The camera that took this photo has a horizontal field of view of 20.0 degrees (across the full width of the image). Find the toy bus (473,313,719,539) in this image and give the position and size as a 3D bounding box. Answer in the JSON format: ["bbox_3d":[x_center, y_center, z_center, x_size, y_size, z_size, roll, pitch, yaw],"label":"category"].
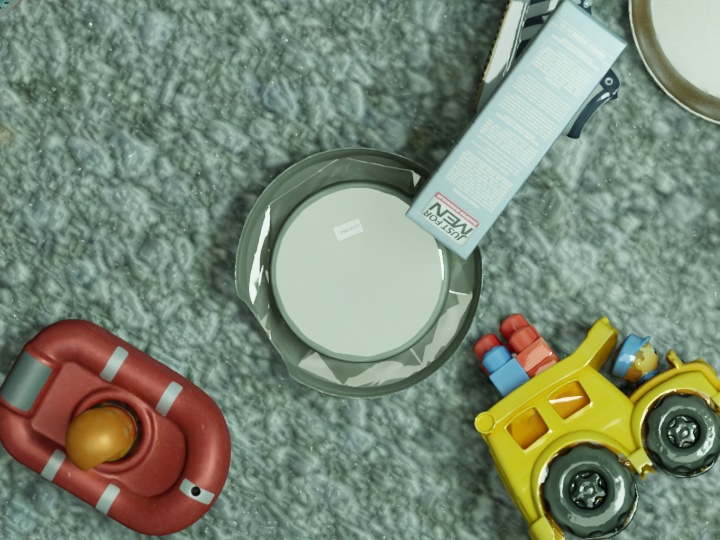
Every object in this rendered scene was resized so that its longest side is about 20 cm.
[{"bbox_3d":[0.184,0.105,1.616,0.200,0.136,0.192,-34,76,3],"label":"toy bus"}]

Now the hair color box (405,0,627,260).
[{"bbox_3d":[0.117,-0.109,1.542,0.061,0.099,0.200,37,100,-1],"label":"hair color box"}]

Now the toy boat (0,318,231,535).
[{"bbox_3d":[-0.201,0.132,1.629,0.199,0.131,0.131,31,96,1],"label":"toy boat"}]

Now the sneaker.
[{"bbox_3d":[0.170,-0.202,1.609,0.108,0.070,0.201,21,101,5],"label":"sneaker"}]

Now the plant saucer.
[{"bbox_3d":[0.312,-0.213,1.620,0.199,0.032,0.201,0,95,4],"label":"plant saucer"}]

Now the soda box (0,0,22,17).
[{"bbox_3d":[-0.294,-0.244,1.634,0.200,0.068,0.064,-38,92,7],"label":"soda box"}]

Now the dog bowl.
[{"bbox_3d":[0.000,0.000,1.643,0.199,0.059,0.201,0,94,3],"label":"dog bowl"}]
